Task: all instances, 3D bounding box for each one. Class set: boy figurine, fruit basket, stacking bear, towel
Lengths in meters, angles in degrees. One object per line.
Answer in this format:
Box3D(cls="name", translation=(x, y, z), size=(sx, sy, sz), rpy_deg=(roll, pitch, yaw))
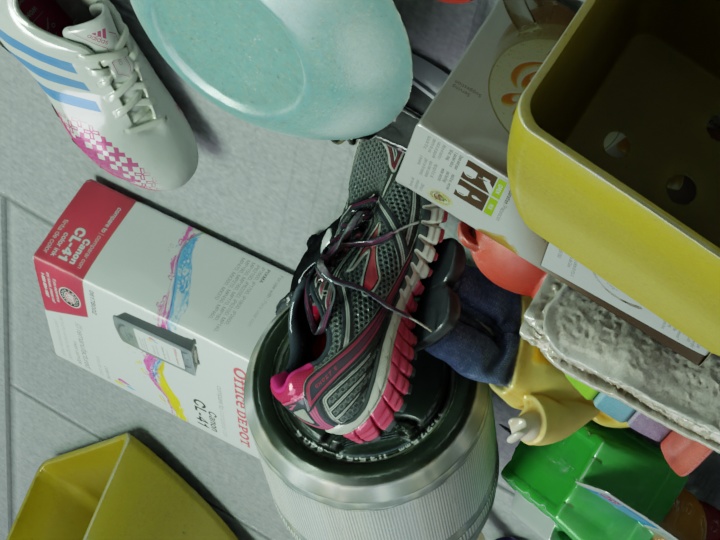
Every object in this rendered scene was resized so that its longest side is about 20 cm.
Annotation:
Box3D(cls="boy figurine", translation=(0.116, 0.056, 1.483), size=(0.199, 0.125, 0.064), rpy_deg=(26, 147, -25))
Box3D(cls="fruit basket", translation=(0.194, 0.177, 1.570), size=(0.200, 0.094, 0.185), rpy_deg=(40, 178, -21))
Box3D(cls="stacking bear", translation=(0.150, 0.017, 1.403), size=(0.200, 0.121, 0.114), rpy_deg=(41, 148, 6))
Box3D(cls="towel", translation=(0.200, 0.030, 1.325), size=(0.199, 0.133, 0.035), rpy_deg=(27, 157, 8))

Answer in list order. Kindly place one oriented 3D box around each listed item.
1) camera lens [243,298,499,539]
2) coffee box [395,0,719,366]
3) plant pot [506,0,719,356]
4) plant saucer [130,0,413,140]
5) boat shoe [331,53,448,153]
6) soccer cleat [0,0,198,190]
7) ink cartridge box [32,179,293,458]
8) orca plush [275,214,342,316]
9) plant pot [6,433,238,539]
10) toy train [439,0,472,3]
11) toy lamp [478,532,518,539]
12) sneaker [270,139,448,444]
Box3D(cls="camera lens", translation=(0.011, 0.110, 1.570), size=(0.159, 0.161, 0.200), rpy_deg=(24, 157, 18))
Box3D(cls="coffee box", translation=(0.135, -0.053, 1.289), size=(0.199, 0.115, 0.080), rpy_deg=(32, 156, 5))
Box3D(cls="plant pot", translation=(0.183, -0.065, 1.154), size=(0.199, 0.201, 0.176), rpy_deg=(34, 160, 0))
Box3D(cls="plant saucer", translation=(-0.065, -0.138, 1.324), size=(0.200, 0.039, 0.202), rpy_deg=(25, 146, 18))
Box3D(cls="boat shoe", translation=(-0.014, -0.110, 1.412), size=(0.199, 0.066, 0.070), rpy_deg=(36, 152, -3))
Box3D(cls="soccer cleat", translation=(-0.171, -0.129, 1.544), size=(0.200, 0.070, 0.086), rpy_deg=(46, 150, -20))
Box3D(cls="ink cartridge box", translation=(-0.133, 0.038, 1.748), size=(0.199, 0.086, 0.148), rpy_deg=(26, 151, 17))
Box3D(cls="orca plush", translation=(-0.011, 0.007, 1.623), size=(0.104, 0.072, 0.200), rpy_deg=(-17, 151, -2))
Box3D(cls="plant pot", translation=(-0.213, 0.288, 2.105), size=(0.176, 0.201, 0.200), rpy_deg=(33, 154, -21))
Box3D(cls="toy train", translation=(0.091, -0.175, 1.210), size=(0.115, 0.085, 0.200), rpy_deg=(7, 172, 12))
Box3D(cls="toy lamp", translation=(0.072, 0.189, 1.799), size=(0.058, 0.058, 0.200), rpy_deg=(-4, 131, 49))
Box3D(cls="sneaker", translation=(0.000, 0.000, 1.437), size=(0.074, 0.202, 0.080), rpy_deg=(21, 156, -27))
